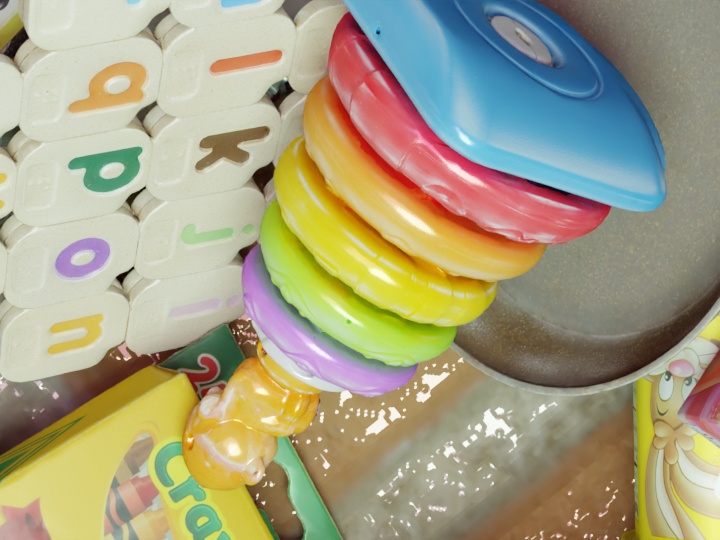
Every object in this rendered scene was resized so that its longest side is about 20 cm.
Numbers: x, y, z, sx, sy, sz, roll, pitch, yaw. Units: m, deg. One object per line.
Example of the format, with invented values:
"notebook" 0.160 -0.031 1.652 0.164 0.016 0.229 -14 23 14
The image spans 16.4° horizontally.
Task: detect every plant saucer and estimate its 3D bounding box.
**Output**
"plant saucer" 0.078 -0.057 0.872 0.032 0.199 0.202 1 88 -42

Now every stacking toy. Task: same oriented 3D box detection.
"stacking toy" 0.000 0.000 0.836 0.109 0.116 0.201 14 121 -41

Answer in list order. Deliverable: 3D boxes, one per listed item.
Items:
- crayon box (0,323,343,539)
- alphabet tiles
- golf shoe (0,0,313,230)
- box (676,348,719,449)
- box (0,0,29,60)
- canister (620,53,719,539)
"crayon box" -0.097 0.121 0.897 0.199 0.051 0.128 -32 102 -16
"alphabet tiles" -0.075 -0.040 0.857 0.194 0.201 0.015 -13 50 -23
"golf shoe" -0.088 -0.075 0.910 0.199 0.075 0.092 -31 88 2
"box" 0.217 0.068 0.808 0.199 0.103 0.095 35 85 -9
"box" -0.155 -0.073 0.860 0.075 0.050 0.200 31 70 22
"canister" 0.166 0.022 0.900 0.147 0.087 0.202 -2 92 2
